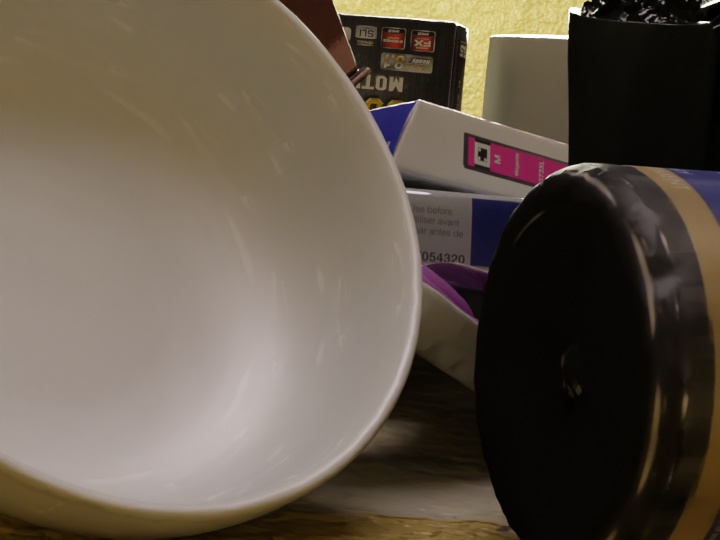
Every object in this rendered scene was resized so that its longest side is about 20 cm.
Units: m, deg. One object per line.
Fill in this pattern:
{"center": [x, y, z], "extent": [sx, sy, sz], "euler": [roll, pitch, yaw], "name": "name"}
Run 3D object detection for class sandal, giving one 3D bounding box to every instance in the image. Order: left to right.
{"center": [0.050, 0.017, 0.717], "extent": [0.082, 0.050, 0.203], "euler": [35, 3, 25], "name": "sandal"}

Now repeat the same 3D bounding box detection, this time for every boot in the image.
{"center": [0.122, -0.012, 0.695], "extent": [0.076, 0.169, 0.200], "euler": [10, 7, 30], "name": "boot"}

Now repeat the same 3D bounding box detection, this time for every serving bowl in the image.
{"center": [-0.082, -0.010, 0.578], "extent": [0.200, 0.201, 0.066], "euler": [1, -30, -37], "name": "serving bowl"}

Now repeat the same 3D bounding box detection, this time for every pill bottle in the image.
{"center": [0.142, 0.031, 0.573], "extent": [0.199, 0.112, 0.112], "euler": [2, 6, -22], "name": "pill bottle"}

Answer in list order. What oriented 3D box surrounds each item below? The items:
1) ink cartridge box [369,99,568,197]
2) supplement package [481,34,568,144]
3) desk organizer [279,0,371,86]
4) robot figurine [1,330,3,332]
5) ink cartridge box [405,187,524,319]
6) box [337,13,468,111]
{"center": [0.029, -0.037, 0.846], "extent": [0.200, 0.037, 0.095], "euler": [9, -12, -42], "name": "ink cartridge box"}
{"center": [0.135, -0.044, 1.086], "extent": [0.111, 0.156, 0.200], "euler": [4, 6, -10], "name": "supplement package"}
{"center": [-0.106, -0.082, 0.773], "extent": [0.200, 0.077, 0.072], "euler": [-5, 26, 35], "name": "desk organizer"}
{"center": [-0.104, 0.026, 0.671], "extent": [0.199, 0.058, 0.145], "euler": [3, 6, -26], "name": "robot figurine"}
{"center": [0.000, 0.000, 0.853], "extent": [0.196, 0.043, 0.200], "euler": [4, -8, -15], "name": "ink cartridge box"}
{"center": [-0.047, -0.066, 1.127], "extent": [0.199, 0.159, 0.048], "euler": [7, 4, 11], "name": "box"}
